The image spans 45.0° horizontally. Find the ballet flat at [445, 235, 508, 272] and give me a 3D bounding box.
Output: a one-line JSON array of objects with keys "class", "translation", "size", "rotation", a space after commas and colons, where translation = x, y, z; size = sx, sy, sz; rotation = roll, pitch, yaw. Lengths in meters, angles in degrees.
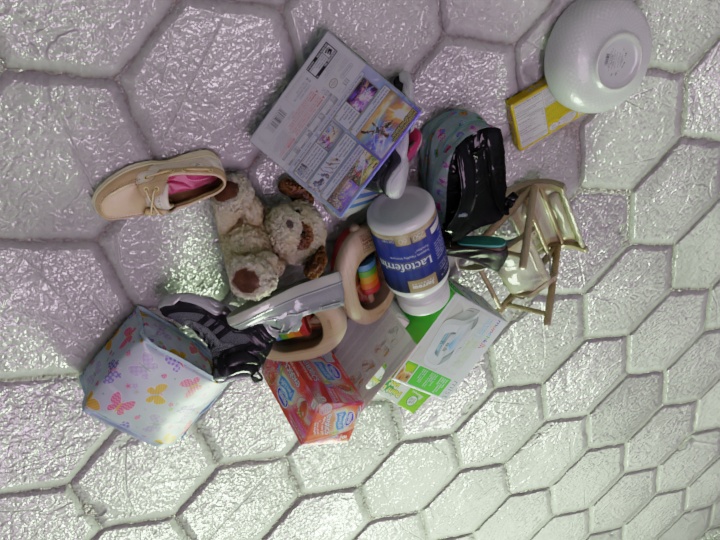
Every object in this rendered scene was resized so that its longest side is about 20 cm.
[{"class": "ballet flat", "translation": [0.161, -0.036, 1.532], "size": [0.068, 0.197, 0.069], "rotation": [-49, 149, -56]}]

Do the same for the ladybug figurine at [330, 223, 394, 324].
[{"class": "ladybug figurine", "translation": [0.000, 0.000, 1.518], "size": [0.135, 0.071, 0.203], "rotation": [-32, 131, -30]}]

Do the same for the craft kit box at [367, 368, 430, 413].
[{"class": "craft kit box", "translation": [0.111, 0.178, 1.759], "size": [0.198, 0.049, 0.199], "rotation": [-45, 134, 11]}]

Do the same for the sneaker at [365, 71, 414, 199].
[{"class": "sneaker", "translation": [0.024, -0.215, 1.354], "size": [0.112, 0.204, 0.076], "rotation": [6, 170, 10]}]

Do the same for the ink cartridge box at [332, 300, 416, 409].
[{"class": "ink cartridge box", "translation": [0.015, 0.159, 1.589], "size": [0.044, 0.177, 0.201], "rotation": [26, 109, -42]}]

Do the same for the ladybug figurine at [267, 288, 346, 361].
[{"class": "ladybug figurine", "translation": [-0.116, 0.085, 1.480], "size": [0.196, 0.072, 0.138], "rotation": [-8, 118, 14]}]

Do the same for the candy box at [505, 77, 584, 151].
[{"class": "candy box", "translation": [0.351, -0.302, 1.539], "size": [0.198, 0.026, 0.103], "rotation": [-30, 130, -8]}]

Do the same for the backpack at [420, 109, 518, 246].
[{"class": "backpack", "translation": [0.172, -0.166, 1.468], "size": [0.165, 0.126, 0.202], "rotation": [-30, 135, -24]}]

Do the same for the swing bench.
[{"class": "swing bench", "translation": [0.321, -0.039, 1.645], "size": [0.202, 0.128, 0.200], "rotation": [-58, 139, -22]}]

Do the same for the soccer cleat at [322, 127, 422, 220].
[{"class": "soccer cleat", "translation": [0.021, -0.160, 1.431], "size": [0.199, 0.070, 0.086], "rotation": [-38, 153, 1]}]

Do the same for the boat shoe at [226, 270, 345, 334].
[{"class": "boat shoe", "translation": [-0.110, 0.062, 1.356], "size": [0.198, 0.070, 0.073], "rotation": [-21, 98, -23]}]

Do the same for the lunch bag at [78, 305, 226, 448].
[{"class": "lunch bag", "translation": [-0.335, 0.185, 1.434], "size": [0.199, 0.127, 0.170], "rotation": [36, 102, -32]}]

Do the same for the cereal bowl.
[{"class": "cereal bowl", "translation": [0.414, -0.360, 1.467], "size": [0.197, 0.083, 0.203], "rotation": [-11, 118, -20]}]

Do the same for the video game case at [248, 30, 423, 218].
[{"class": "video game case", "translation": [-0.036, -0.214, 1.287], "size": [0.181, 0.045, 0.201], "rotation": [39, 104, -2]}]

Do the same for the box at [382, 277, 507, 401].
[{"class": "box", "translation": [0.147, 0.123, 1.640], "size": [0.175, 0.097, 0.201], "rotation": [28, 103, -41]}]

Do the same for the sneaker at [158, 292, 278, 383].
[{"class": "sneaker", "translation": [-0.233, 0.111, 1.375], "size": [0.197, 0.116, 0.076], "rotation": [18, 158, -10]}]

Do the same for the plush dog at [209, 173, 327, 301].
[{"class": "plush dog", "translation": [-0.135, -0.048, 1.364], "size": [0.169, 0.203, 0.161], "rotation": [-14, 165, -9]}]

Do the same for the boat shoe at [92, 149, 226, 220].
[{"class": "boat shoe", "translation": [-0.288, -0.117, 1.262], "size": [0.197, 0.069, 0.075], "rotation": [-23, 133, -15]}]

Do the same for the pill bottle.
[{"class": "pill bottle", "translation": [0.086, -0.029, 1.450], "size": [0.114, 0.116, 0.202], "rotation": [-27, 129, -10]}]

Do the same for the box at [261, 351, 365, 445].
[{"class": "box", "translation": [-0.087, 0.207, 1.547], "size": [0.101, 0.200, 0.096], "rotation": [4, 121, -34]}]
